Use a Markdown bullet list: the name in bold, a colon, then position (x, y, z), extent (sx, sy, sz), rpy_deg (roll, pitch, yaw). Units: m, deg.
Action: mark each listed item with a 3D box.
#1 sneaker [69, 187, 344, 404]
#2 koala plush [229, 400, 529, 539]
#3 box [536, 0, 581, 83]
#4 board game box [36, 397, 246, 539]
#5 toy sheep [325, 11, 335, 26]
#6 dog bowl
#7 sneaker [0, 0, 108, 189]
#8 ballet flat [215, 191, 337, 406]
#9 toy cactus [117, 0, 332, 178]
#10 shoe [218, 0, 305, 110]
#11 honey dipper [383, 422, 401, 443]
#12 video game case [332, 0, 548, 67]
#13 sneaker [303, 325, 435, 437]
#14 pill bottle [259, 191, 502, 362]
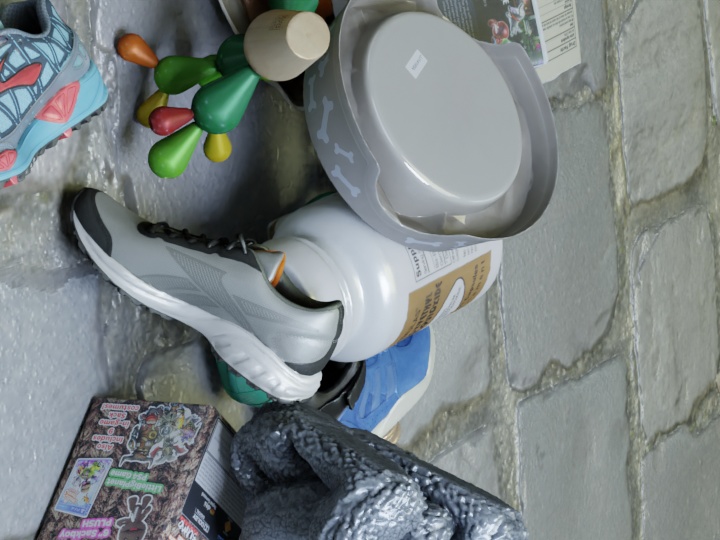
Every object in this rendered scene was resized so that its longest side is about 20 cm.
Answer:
- **sneaker**: position (-0.098, 0.001, 1.369), extent (0.079, 0.200, 0.074), rpy_deg (-58, 176, 14)
- **koala plush**: position (-0.031, 0.201, 1.346), extent (0.177, 0.183, 0.201), rpy_deg (22, 93, -49)
- **box**: position (0.102, -0.254, 1.758), extent (0.128, 0.109, 0.201), rpy_deg (-31, 118, -56)
- **board game box**: position (-0.132, 0.209, 1.389), extent (0.160, 0.097, 0.201), rpy_deg (54, 47, -46)
- **toy sheep**: position (0.027, -0.181, 1.617), extent (0.138, 0.137, 0.201), rpy_deg (23, 76, -58)
- **dog bowl**: position (0.045, -0.104, 1.449), extent (0.200, 0.059, 0.201), rpy_deg (22, 55, -34)
- **sneaker**: position (-0.229, -0.102, 1.249), extent (0.096, 0.079, 0.200), rpy_deg (68, 28, -18)
- **ballet flat**: position (-0.051, 0.004, 1.544), extent (0.071, 0.067, 0.200), rpy_deg (70, 37, -49)
- **toy cactus**: position (-0.072, -0.151, 1.391), extent (0.200, 0.165, 0.102), rpy_deg (-46, 107, -21)
- **shoe**: position (-0.066, -0.200, 1.503), extent (0.053, 0.070, 0.200), rpy_deg (-89, 162, -50)
- **honey dipper**: position (0.031, 0.170, 1.735), extent (0.038, 0.038, 0.200), rpy_deg (-64, 146, -35)
- **video game case**: position (0.048, -0.233, 1.542), extent (0.181, 0.023, 0.201), rpy_deg (-16, 96, -37)
- **sneaker**: position (-0.006, 0.068, 1.617), extent (0.200, 0.077, 0.112), rpy_deg (-51, 143, -37)
- **pill bottle**: position (0.000, 0.000, 1.479), extent (0.200, 0.114, 0.115), rpy_deg (-26, 114, -47)
